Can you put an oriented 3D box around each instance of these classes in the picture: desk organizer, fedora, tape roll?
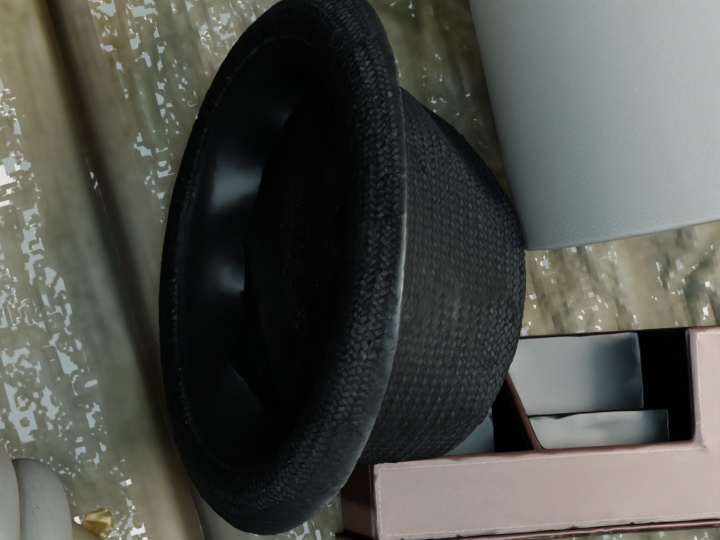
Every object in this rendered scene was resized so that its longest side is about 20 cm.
[{"bbox_3d":[0.091,0.063,0.957,0.199,0.072,0.077,-3,88,-11],"label":"desk organizer"},{"bbox_3d":[0.000,0.000,0.895,0.091,0.200,0.202,12,87,-28],"label":"fedora"},{"bbox_3d":[0.142,-0.094,0.902,0.202,0.203,0.140,-13,92,-11],"label":"tape roll"}]

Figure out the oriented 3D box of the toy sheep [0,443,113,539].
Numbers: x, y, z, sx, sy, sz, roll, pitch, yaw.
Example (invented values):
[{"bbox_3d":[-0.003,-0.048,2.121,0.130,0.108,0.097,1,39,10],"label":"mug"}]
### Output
[{"bbox_3d":[-0.171,0.115,0.875,0.199,0.138,0.139,12,87,-22],"label":"toy sheep"}]
